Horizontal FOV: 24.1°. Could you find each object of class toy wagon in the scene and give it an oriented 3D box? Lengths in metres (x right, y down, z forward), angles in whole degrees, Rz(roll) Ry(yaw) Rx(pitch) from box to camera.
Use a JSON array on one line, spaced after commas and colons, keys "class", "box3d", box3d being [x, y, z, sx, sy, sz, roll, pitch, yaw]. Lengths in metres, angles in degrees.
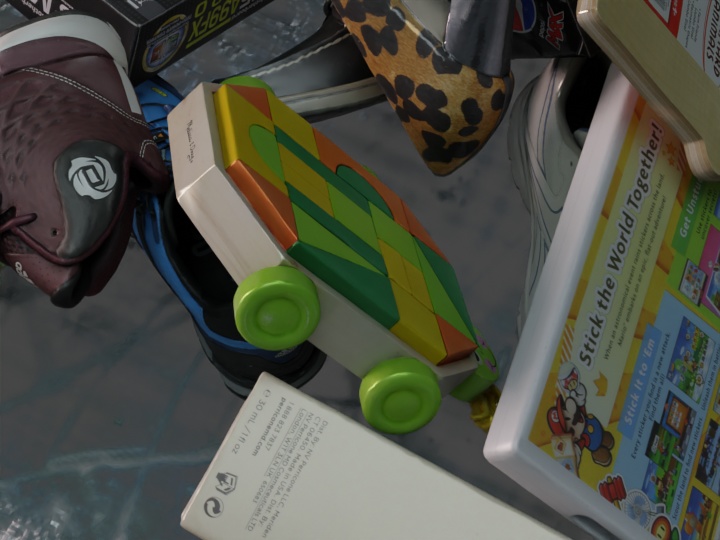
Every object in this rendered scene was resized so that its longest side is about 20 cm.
[{"class": "toy wagon", "box3d": [0.000, 0.000, 0.713, 0.040, 0.200, 0.156, -41, 33, 19]}]

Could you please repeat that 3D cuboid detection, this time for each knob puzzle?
[{"class": "knob puzzle", "box3d": [0.154, -0.126, 0.738, 0.030, 0.219, 0.221, -10, 59, 38]}]

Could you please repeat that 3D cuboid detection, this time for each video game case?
[{"class": "video game case", "box3d": [0.146, 0.037, 0.714, 0.182, 0.023, 0.201, 37, 58, -25]}]

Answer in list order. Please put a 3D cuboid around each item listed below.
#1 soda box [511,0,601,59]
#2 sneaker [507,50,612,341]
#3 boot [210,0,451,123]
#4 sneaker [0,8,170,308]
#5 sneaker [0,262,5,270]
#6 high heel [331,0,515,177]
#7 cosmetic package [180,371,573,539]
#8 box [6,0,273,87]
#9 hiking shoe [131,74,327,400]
[{"class": "soda box", "box3d": [0.130, -0.178, 0.784, 0.200, 0.071, 0.063, -42, 29, -28]}, {"class": "sneaker", "box3d": [0.106, -0.017, 0.766, 0.074, 0.087, 0.202, -7, 68, -7]}, {"class": "boot", "box3d": [0.003, -0.159, 0.800, 0.202, 0.073, 0.155, -21, 98, -18]}, {"class": "sneaker", "box3d": [-0.168, -0.024, 0.690, 0.199, 0.076, 0.116, -26, 72, -16]}, {"class": "sneaker", "box3d": [-0.189, 0.000, 0.743, 0.088, 0.077, 0.202, -7, 66, 17]}, {"class": "high heel", "box3d": [-0.025, -0.124, 0.738, 0.198, 0.144, 0.071, 17, 28, 20]}, {"class": "cosmetic package", "box3d": [0.034, 0.124, 0.689, 0.199, 0.105, 0.071, 28, 81, 11]}, {"class": "box", "box3d": [-0.131, -0.190, 0.827, 0.200, 0.044, 0.160, 38, 47, 13]}, {"class": "hiking shoe", "box3d": [-0.078, -0.038, 0.768, 0.074, 0.087, 0.200, -35, 72, -16]}]
